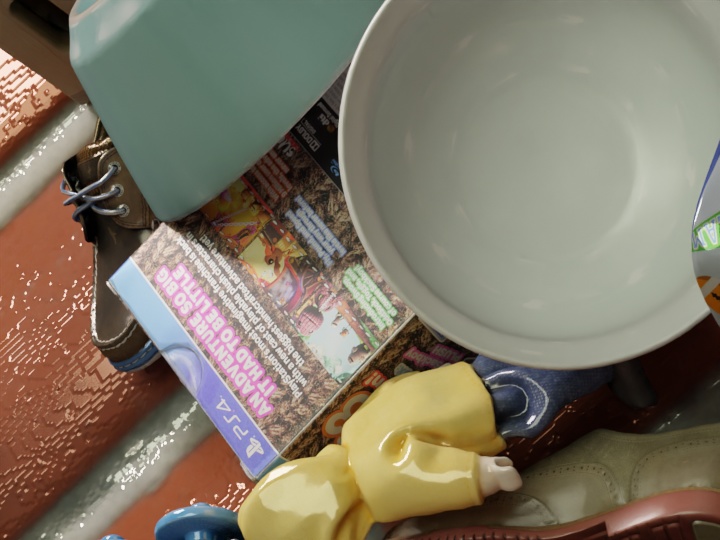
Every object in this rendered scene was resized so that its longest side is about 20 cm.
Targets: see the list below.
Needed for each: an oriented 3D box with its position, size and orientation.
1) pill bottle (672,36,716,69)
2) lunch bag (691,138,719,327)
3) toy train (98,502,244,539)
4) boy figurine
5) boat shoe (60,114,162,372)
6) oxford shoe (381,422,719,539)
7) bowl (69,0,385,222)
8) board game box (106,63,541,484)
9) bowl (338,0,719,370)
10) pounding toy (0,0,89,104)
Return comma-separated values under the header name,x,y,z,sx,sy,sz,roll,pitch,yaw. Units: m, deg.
name,x,y,z,sx,sy,sz,roll,pitch,yaw
pill bottle,0.233,-0.163,1.365,0.106,0.106,0.201,30,87,39
lunch bag,0.214,-0.001,1.248,0.075,0.200,0.161,4,58,33
toy train,-0.103,0.181,1.426,0.199,0.114,0.087,-18,57,25
boy figurine,0.038,0.083,1.340,0.199,0.065,0.124,-33,24,-6
boat shoe,-0.126,-0.045,1.564,0.072,0.072,0.201,-18,57,43
oxford shoe,0.098,0.118,1.363,0.199,0.071,0.075,-10,44,26
bowl,-0.072,-0.133,1.458,0.201,0.105,0.201,-43,16,15
board game box,0.000,0.000,1.451,0.200,0.097,0.160,-46,52,8
bowl,0.088,-0.052,1.310,0.200,0.090,0.202,0,83,0
pounding toy,-0.200,-0.219,1.618,0.142,0.200,0.185,-24,57,23
